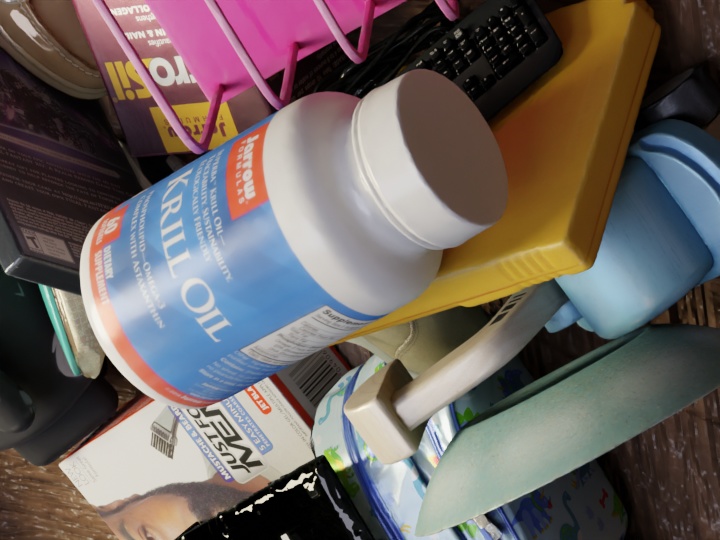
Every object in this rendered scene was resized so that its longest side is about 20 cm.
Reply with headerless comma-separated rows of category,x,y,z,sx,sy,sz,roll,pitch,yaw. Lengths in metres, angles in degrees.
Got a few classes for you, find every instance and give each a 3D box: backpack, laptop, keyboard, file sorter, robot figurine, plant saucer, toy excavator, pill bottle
backpack,0.062,0.129,1.515,0.200,0.163,0.154,46,125,9
laptop,-0.017,0.201,1.546,0.200,0.103,0.177,-33,88,38
keyboard,0.008,-0.083,1.401,0.200,0.104,0.040,-39,126,12
file sorter,-0.027,-0.166,1.324,0.200,0.125,0.139,-28,110,12
robot figurine,-0.236,0.031,1.642,0.150,0.125,0.200,0,142,46
plant saucer,0.107,0.070,1.357,0.201,0.201,0.039,-30,88,43
toy excavator,0.100,0.005,1.363,0.194,0.200,0.100,-28,101,42
pill bottle,-0.031,-0.019,1.308,0.200,0.112,0.112,-29,100,32

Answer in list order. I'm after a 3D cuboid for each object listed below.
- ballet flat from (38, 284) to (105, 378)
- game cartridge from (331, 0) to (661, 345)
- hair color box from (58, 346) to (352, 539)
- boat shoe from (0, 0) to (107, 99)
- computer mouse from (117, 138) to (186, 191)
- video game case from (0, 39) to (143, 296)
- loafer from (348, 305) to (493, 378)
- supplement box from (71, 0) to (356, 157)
ballet flat,-0.175,-0.037,1.581,0.067,0.062,0.200,101,146,-78
game cartridge,0.056,-0.050,1.379,0.200,0.177,0.032,-16,132,40
hair color box,-0.082,0.109,1.651,0.111,0.064,0.200,51,135,-6
boat shoe,-0.190,-0.188,1.521,0.200,0.074,0.069,53,139,-6
computer mouse,-0.097,-0.023,1.548,0.200,0.044,0.110,44,141,51
video game case,-0.175,-0.062,1.494,0.019,0.143,0.200,-44,55,21
loafer,0.000,0.000,1.481,0.200,0.075,0.070,25,155,47
supplement box,-0.094,-0.169,1.460,0.110,0.086,0.200,-3,117,35
